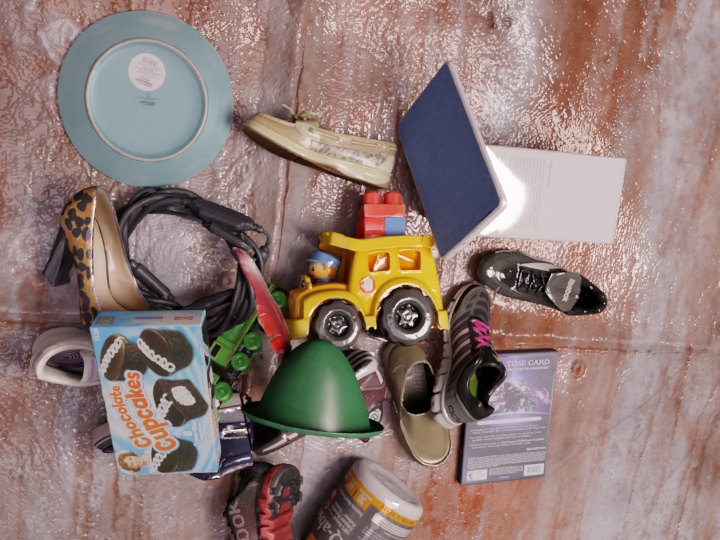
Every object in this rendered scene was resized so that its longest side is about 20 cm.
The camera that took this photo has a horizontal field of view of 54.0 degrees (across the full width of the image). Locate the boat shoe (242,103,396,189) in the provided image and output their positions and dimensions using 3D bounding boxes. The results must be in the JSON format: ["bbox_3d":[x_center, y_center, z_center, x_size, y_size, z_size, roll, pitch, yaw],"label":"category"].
[{"bbox_3d":[-0.047,-0.156,0.861,0.199,0.073,0.063,17,91,-30],"label":"boat shoe"}]

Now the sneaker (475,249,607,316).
[{"bbox_3d":[0.257,0.019,0.970,0.198,0.090,0.067,17,91,-19],"label":"sneaker"}]

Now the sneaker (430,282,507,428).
[{"bbox_3d":[0.155,0.111,0.935,0.074,0.087,0.202,32,63,-36],"label":"sneaker"}]

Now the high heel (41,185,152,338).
[{"bbox_3d":[-0.262,0.009,0.782,0.200,0.071,0.143,39,118,6],"label":"high heel"}]

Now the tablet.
[{"bbox_3d":[0.102,-0.128,0.830,0.014,0.130,0.202,-1,63,-30],"label":"tablet"}]

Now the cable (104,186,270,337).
[{"bbox_3d":[-0.214,-0.010,0.847,0.198,0.051,0.165,18,103,-5],"label":"cable"}]

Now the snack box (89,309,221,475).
[{"bbox_3d":[-0.222,0.139,0.784,0.115,0.037,0.202,-1,117,-2],"label":"snack box"}]

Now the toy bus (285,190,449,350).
[{"bbox_3d":[0.000,0.000,0.882,0.198,0.136,0.194,-4,90,-12],"label":"toy bus"}]

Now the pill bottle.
[{"bbox_3d":[-0.014,0.368,0.959,0.116,0.116,0.201,36,90,-20],"label":"pill bottle"}]

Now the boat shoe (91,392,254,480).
[{"bbox_3d":[-0.224,0.218,0.870,0.198,0.075,0.094,-11,68,-14],"label":"boat shoe"}]

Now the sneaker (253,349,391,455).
[{"bbox_3d":[-0.041,0.206,0.940,0.199,0.076,0.116,-35,117,-3],"label":"sneaker"}]

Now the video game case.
[{"bbox_3d":[0.217,0.216,1.043,0.141,0.019,0.202,-1,101,-16],"label":"video game case"}]

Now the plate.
[{"bbox_3d":[-0.245,-0.196,0.815,0.198,0.026,0.202,-3,103,-14],"label":"plate"}]

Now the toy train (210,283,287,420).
[{"bbox_3d":[-0.156,0.099,0.872,0.056,0.042,0.201,28,71,3],"label":"toy train"}]

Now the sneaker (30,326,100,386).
[{"bbox_3d":[-0.284,0.111,0.833,0.198,0.100,0.076,0,100,-17],"label":"sneaker"}]

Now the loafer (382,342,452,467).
[{"bbox_3d":[0.080,0.191,0.972,0.075,0.067,0.202,-23,107,-10],"label":"loafer"}]

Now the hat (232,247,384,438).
[{"bbox_3d":[-0.045,0.084,0.793,0.164,0.200,0.178,7,86,12],"label":"hat"}]

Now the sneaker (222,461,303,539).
[{"bbox_3d":[-0.135,0.344,0.931,0.071,0.097,0.203,1,98,-56],"label":"sneaker"}]

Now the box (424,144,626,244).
[{"bbox_3d":[0.203,-0.102,0.897,0.198,0.152,0.107,3,101,-16],"label":"box"}]
